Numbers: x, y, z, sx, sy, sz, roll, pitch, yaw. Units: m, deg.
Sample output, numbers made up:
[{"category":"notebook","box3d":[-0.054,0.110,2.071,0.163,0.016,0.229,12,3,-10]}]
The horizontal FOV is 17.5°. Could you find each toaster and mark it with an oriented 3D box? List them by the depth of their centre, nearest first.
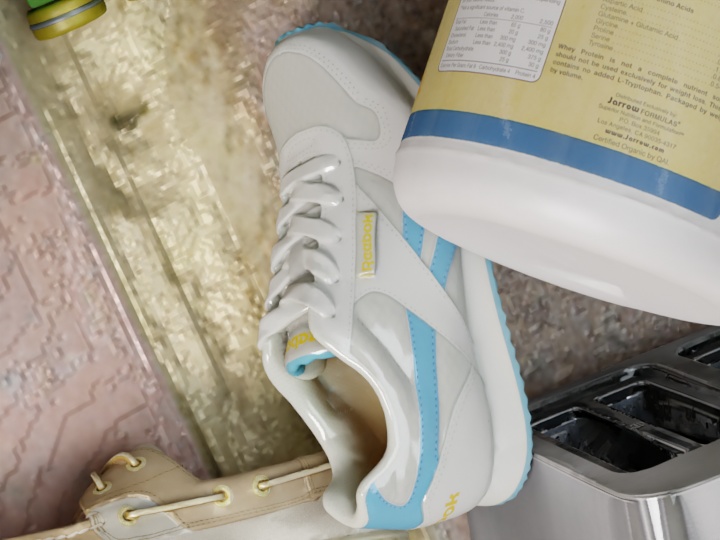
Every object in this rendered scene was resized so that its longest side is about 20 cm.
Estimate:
[{"category":"toaster","box3d":[0.154,0.099,0.927,0.180,0.200,0.119,-21,107,-19]}]

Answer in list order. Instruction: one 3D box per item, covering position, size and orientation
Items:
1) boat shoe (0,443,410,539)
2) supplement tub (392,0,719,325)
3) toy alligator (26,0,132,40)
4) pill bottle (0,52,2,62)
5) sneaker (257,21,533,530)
[{"category":"boat shoe","box3d":[-0.078,0.102,0.905,0.199,0.074,0.070,-4,73,-22]},{"category":"supplement tub","box3d":[0.106,-0.095,0.832,0.144,0.145,0.201,22,84,-23]},{"category":"toy alligator","box3d":[-0.076,-0.138,0.886,0.199,0.054,0.060,-27,104,-19]},{"category":"pill bottle","box3d":[-0.203,-0.001,0.815,0.112,0.112,0.201,25,84,-22]},{"category":"sneaker","box3d":[0.000,0.000,0.893,0.080,0.076,0.201,-12,79,-36]}]
